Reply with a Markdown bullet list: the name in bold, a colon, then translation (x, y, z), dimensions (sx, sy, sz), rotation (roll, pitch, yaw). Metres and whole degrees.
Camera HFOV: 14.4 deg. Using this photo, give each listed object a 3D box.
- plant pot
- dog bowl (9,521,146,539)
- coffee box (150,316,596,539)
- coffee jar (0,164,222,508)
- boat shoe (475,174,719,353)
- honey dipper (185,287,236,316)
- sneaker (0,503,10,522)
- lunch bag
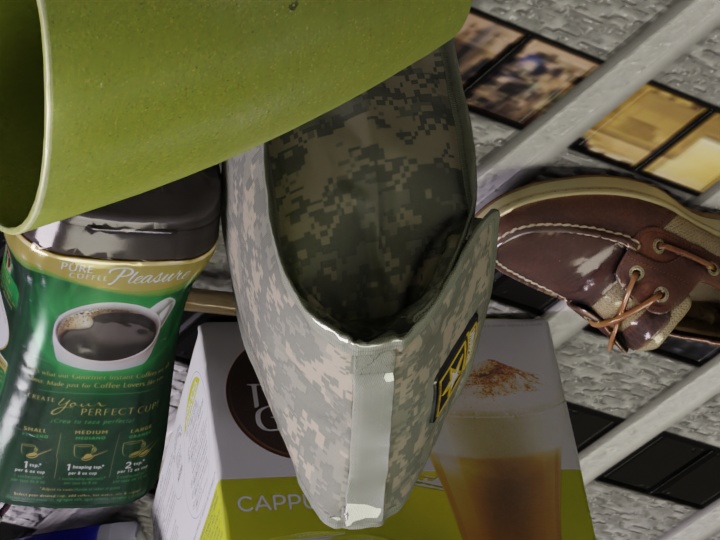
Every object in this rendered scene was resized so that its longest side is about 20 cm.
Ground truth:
- **plant pot**: translation (-0.061, -0.125, 1.146), dimensions (0.199, 0.188, 0.187), rotation (-11, 150, -21)
- **dog bowl**: translation (-0.155, 0.248, 1.645), dimensions (0.078, 0.201, 0.200), rotation (-6, 147, -1)
- **coffee box**: translation (0.003, 0.159, 1.553), dimensions (0.198, 0.199, 0.200), rotation (0, 144, -13)
- **coffee jar**: translation (-0.130, 0.017, 1.366), dimensions (0.104, 0.086, 0.201), rotation (2, 129, -19)
- **boat shoe**: translation (0.147, 0.006, 1.475), dimensions (0.199, 0.072, 0.072), rotation (14, 140, -33)
- **honey dipper**: translation (-0.085, 0.014, 1.464), dimensions (0.199, 0.038, 0.038), rotation (7, 144, -17)
- **sneaker**: translation (-0.204, 0.096, 1.514), dimensions (0.080, 0.075, 0.200), rotation (4, 143, -20)
- **lunch bag**: translation (0.000, 0.000, 1.308), dimensions (0.117, 0.201, 0.164), rotation (-5, 146, -7)
